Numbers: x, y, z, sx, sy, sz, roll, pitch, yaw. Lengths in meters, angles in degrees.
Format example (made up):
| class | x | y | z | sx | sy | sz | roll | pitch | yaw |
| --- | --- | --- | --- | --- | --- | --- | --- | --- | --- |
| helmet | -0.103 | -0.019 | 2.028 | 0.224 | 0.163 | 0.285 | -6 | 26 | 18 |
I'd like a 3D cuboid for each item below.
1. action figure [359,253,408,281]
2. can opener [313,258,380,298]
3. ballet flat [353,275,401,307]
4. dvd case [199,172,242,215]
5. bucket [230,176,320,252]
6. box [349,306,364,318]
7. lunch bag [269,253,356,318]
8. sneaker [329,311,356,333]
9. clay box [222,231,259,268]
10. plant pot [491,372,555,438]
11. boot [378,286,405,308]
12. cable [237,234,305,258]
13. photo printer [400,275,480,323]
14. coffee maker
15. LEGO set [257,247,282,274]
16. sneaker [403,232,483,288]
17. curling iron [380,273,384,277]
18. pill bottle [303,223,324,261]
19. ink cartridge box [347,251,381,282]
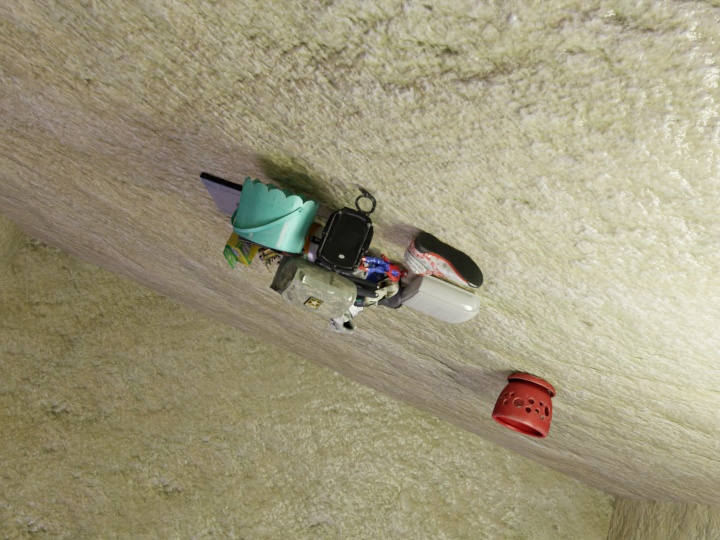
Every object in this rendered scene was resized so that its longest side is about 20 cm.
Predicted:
| class | x | y | z | sx | sy | sz | roll | pitch | yaw |
| --- | --- | --- | --- | --- | --- | --- | --- | --- | --- |
| action figure | 0.063 | -0.010 | 1.555 | 0.052 | 0.066 | 0.199 | -37 | 144 | 30 |
| can opener | -0.041 | 0.031 | 1.522 | 0.199 | 0.064 | 0.079 | 24 | 153 | -5 |
| ballet flat | 0.062 | 0.060 | 1.602 | 0.073 | 0.199 | 0.073 | 25 | 124 | 43 |
| dvd case | -0.380 | -0.207 | 1.651 | 0.142 | 0.018 | 0.200 | 20 | 159 | 12 |
| bucket | -0.208 | -0.135 | 1.365 | 0.206 | 0.135 | 0.207 | 19 | -173 | -2 |
| box | -0.079 | 0.036 | 1.707 | 0.201 | 0.044 | 0.160 | 60 | 167 | -25 |
| lunch bag | -0.115 | 0.041 | 1.373 | 0.163 | 0.118 | 0.200 | 23 | 176 | -20 |
| sneaker | -0.073 | 0.111 | 1.638 | 0.081 | 0.075 | 0.200 | 21 | 151 | 49 |
| clay box | -0.309 | -0.102 | 1.568 | 0.047 | 0.201 | 0.115 | 19 | 160 | 12 |
| plant pot | 0.592 | 0.479 | 2.015 | 0.199 | 0.183 | 0.201 | 20 | 159 | 8 |
| boot | 0.044 | 0.075 | 1.752 | 0.131 | 0.070 | 0.200 | 16 | 164 | -29 |
| cable | -0.222 | -0.052 | 1.444 | 0.097 | 0.051 | 0.199 | 20 | -172 | 39 |
| photo printer | 0.233 | 0.088 | 1.607 | 0.199 | 0.070 | 0.166 | 22 | 160 | -8 |
| coffee maker | -0.024 | -0.085 | 1.383 | 0.135 | 0.192 | 0.200 | 46 | 179 | -3 |
| LEGO set | -0.283 | -0.050 | 1.723 | 0.115 | 0.155 | 0.200 | -22 | 154 | 15 |
| sneaker | 0.203 | -0.011 | 1.402 | 0.201 | 0.067 | 0.108 | 33 | 149 | -7 |
| curling iron | 0.012 | 0.026 | 1.783 | 0.049 | 0.026 | 0.200 | 11 | 163 | -32 |
| pill bottle | -0.151 | -0.079 | 1.576 | 0.199 | 0.111 | 0.111 | 19 | 159 | 14 |
| ink cartridge box | 0.000 | 0.000 | 1.612 | 0.044 | 0.094 | 0.200 | 13 | 152 | 26 |
